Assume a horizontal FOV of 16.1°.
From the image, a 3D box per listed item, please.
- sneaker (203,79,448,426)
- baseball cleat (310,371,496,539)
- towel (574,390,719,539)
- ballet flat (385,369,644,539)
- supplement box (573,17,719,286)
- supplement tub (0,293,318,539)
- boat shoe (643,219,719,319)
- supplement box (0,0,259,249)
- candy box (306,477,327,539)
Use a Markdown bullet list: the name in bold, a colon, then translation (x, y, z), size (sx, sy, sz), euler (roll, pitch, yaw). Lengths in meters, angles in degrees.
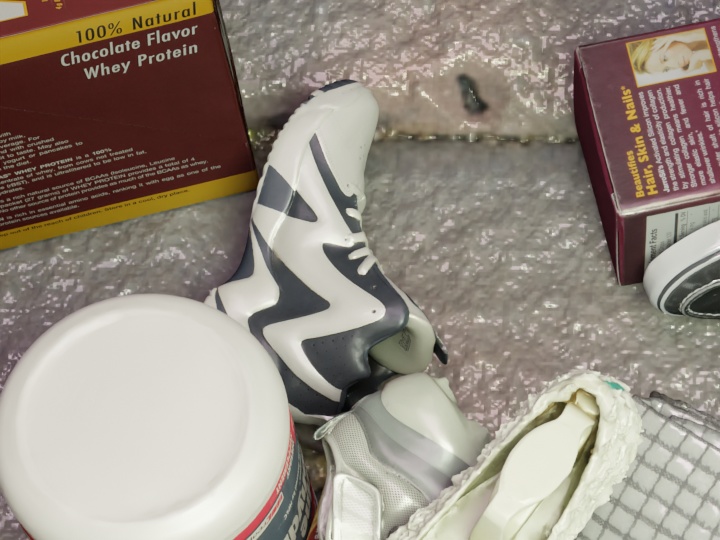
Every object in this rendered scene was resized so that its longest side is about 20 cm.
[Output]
- **sneaker**: translation (0.000, 0.000, 1.365), size (0.129, 0.080, 0.199), euler (20, 66, 15)
- **baseball cleat**: translation (0.047, 0.148, 1.173), size (0.106, 0.070, 0.200), euler (-30, 75, -11)
- **towel**: translation (0.190, 0.171, 1.214), size (0.200, 0.086, 0.166), euler (28, 97, 20)
- **ballet flat**: translation (0.049, 0.120, 1.113), size (0.072, 0.072, 0.200), euler (34, 82, 22)
- **supplement box**: translation (0.224, -0.074, 1.375), size (0.200, 0.086, 0.110), euler (-11, 61, 0)
- **supplement tub**: translation (-0.094, 0.113, 1.243), size (0.140, 0.200, 0.141), euler (-3, 61, 5)
- **boat shoe**: translation (0.252, 0.006, 1.341), size (0.200, 0.072, 0.068), euler (-8, 59, -6)
- **supplement box**: translation (-0.173, -0.127, 1.384), size (0.197, 0.200, 0.133), euler (-14, 61, -1)
- **candy box**: translation (0.010, 0.204, 1.225), size (0.056, 0.117, 0.200), euler (-8, 55, 40)
